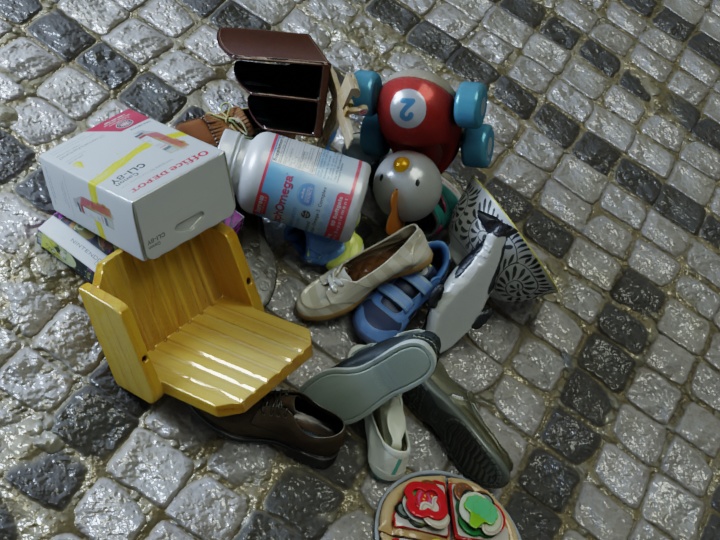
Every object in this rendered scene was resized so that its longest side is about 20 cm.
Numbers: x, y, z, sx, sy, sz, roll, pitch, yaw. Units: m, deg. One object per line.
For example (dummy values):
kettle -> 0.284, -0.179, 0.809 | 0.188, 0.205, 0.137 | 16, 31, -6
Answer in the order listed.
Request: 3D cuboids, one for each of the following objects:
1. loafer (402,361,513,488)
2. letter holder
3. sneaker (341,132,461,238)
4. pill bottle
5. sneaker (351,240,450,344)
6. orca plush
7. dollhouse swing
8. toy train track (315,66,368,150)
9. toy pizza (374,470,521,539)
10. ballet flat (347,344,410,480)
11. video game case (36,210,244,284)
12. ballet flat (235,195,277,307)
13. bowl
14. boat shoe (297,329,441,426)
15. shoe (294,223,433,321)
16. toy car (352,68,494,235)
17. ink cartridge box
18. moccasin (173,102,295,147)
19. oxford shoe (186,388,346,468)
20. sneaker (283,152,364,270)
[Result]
loafer -> 0.131, 0.185, 1.649 | 0.069, 0.076, 0.201 | -25, 66, -35
letter holder -> -0.128, -0.260, 1.766 | 0.140, 0.102, 0.200 | 4, 20, -13
sneaker -> 0.047, -0.111, 1.865 | 0.199, 0.084, 0.121 | 31, 35, -1
pill bottle -> -0.093, -0.115, 1.700 | 0.197, 0.109, 0.110 | 17, 45, -3
sneaker -> 0.057, 0.026, 1.746 | 0.074, 0.083, 0.200 | 38, 46, 5
orca plush -> 0.129, 0.010, 1.737 | 0.104, 0.202, 0.071 | 3, 26, -28
dollhouse swing -> -0.180, 0.046, 1.521 | 0.199, 0.174, 0.184 | -37, 118, -39
toy train track -> -0.026, -0.196, 1.737 | 0.032, 0.200, 0.116 | -7, 66, -20
toy pizza -> 0.111, 0.322, 1.550 | 0.198, 0.032, 0.202 | 14, 47, -16
ballet flat -> 0.031, 0.163, 1.624 | 0.069, 0.070, 0.202 | 7, 49, -22
video game case -> -0.276, -0.052, 1.649 | 0.180, 0.036, 0.200 | 36, 55, 9
ballet flat -> -0.152, -0.027, 1.718 | 0.066, 0.047, 0.202 | 0, 56, -20
bowl -> 0.180, -0.023, 1.820 | 0.094, 0.201, 0.202 | -36, 67, 3
boat shoe -> 0.011, 0.130, 1.579 | 0.076, 0.198, 0.060 | 65, 23, -10
shoe -> 0.000, 0.000, 1.706 | 0.198, 0.054, 0.070 | -27, 46, -8
toy car -> 0.066, -0.145, 1.746 | 0.182, 0.178, 0.202 | 8, 61, 17
ink cartridge box -> -0.266, -0.107, 1.564 | 0.145, 0.084, 0.199 | -33, 41, -32
moccasin -> -0.172, -0.199, 1.826 | 0.199, 0.078, 0.074 | -6, 54, -31
oxford shoe -> -0.108, 0.163, 1.541 | 0.198, 0.085, 0.073 | 17, 47, -11
sneaker -> -0.054, -0.086, 1.791 | 0.104, 0.076, 0.202 | 6, 50, -21
